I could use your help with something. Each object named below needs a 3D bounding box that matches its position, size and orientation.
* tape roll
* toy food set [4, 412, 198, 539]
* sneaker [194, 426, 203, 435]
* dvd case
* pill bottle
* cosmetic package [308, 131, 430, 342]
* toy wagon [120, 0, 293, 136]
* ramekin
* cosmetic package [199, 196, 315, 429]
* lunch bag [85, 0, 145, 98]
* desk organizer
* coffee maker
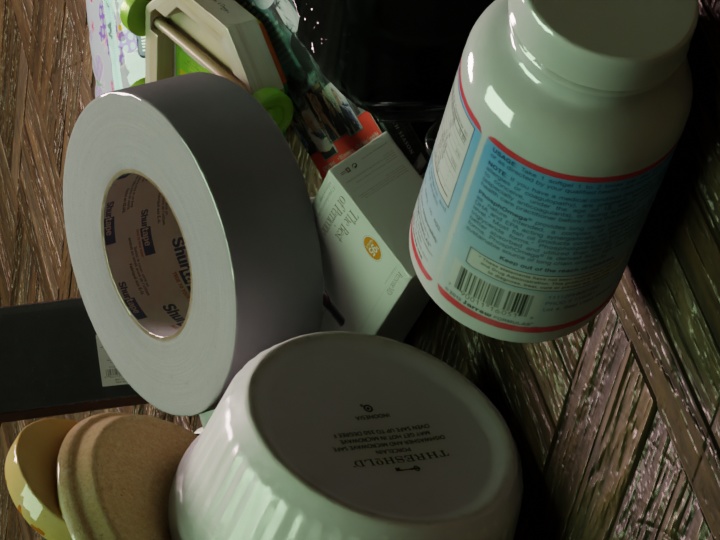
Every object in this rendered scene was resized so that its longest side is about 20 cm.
[{"bbox_3d":[-0.104,-0.017,1.700,0.200,0.066,0.202,30,128,47],"label":"tape roll"},{"bbox_3d":[-0.102,0.164,1.582,0.049,0.200,0.199,-43,62,23],"label":"toy food set"},{"bbox_3d":[-0.096,0.128,1.861,0.071,0.199,0.080,-18,81,44],"label":"sneaker"},{"bbox_3d":[-0.024,-0.118,1.694,0.201,0.022,0.146,58,162,-1],"label":"dvd case"},{"bbox_3d":[0.092,-0.064,1.306,0.200,0.108,0.109,107,151,-52],"label":"pill bottle"},{"bbox_3d":[0.000,0.000,1.685,0.083,0.051,0.200,50,156,10],"label":"cosmetic package"},{"bbox_3d":[-0.096,-0.084,1.766,0.155,0.039,0.201,41,141,41],"label":"toy wagon"},{"bbox_3d":[-0.001,0.119,1.552,0.203,0.201,0.095,-114,35,-46],"label":"ramekin"},{"bbox_3d":[-0.054,0.053,1.835,0.081,0.112,0.201,101,155,-45],"label":"cosmetic package"},{"bbox_3d":[-0.123,-0.173,1.964,0.200,0.126,0.171,-164,68,-65],"label":"lunch bag"},{"bbox_3d":[-0.210,0.066,1.826,0.077,0.199,0.072,118,143,-67],"label":"desk organizer"},{"bbox_3d":[0.045,-0.187,1.432,0.192,0.134,0.201,43,143,31],"label":"coffee maker"}]
